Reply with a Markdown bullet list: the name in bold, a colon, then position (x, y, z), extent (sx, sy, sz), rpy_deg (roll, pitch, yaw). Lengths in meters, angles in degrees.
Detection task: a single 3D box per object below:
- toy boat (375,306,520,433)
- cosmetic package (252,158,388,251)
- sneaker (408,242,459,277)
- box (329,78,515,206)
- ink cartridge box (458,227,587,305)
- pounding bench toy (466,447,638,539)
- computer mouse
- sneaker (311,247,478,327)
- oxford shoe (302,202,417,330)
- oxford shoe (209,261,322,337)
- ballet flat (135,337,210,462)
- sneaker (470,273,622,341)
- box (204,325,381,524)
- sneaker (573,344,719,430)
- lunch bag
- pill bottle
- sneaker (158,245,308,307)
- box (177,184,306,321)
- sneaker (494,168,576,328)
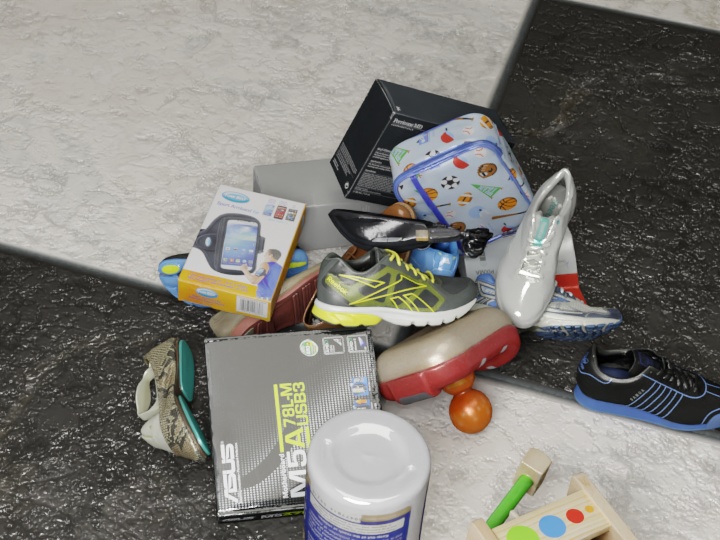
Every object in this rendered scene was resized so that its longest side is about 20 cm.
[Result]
- **toy boat**: position (0.114, 0.126, 1.367), extent (0.130, 0.132, 0.199), rpy_deg (-21, 2, 38)
- **cosmetic package**: position (-0.045, -0.093, 1.620), extent (0.197, 0.091, 0.107), rpy_deg (-8, 44, -10)
- **sneaker**: position (0.084, -0.013, 1.487), extent (0.075, 0.106, 0.200), rpy_deg (10, 15, -20)
- **box**: position (0.081, -0.155, 1.537), extent (0.198, 0.142, 0.079), rpy_deg (9, 41, -32)
- **ink cartridge box**: position (0.214, -0.010, 1.576), extent (0.158, 0.048, 0.201), rpy_deg (-4, 40, -9)
- **pounding bench toy**: position (0.165, 0.285, 1.175), extent (0.154, 0.125, 0.200), rpy_deg (-16, 45, -22)
- **computer mouse**: position (0.055, -0.035, 1.352), extent (0.197, 0.047, 0.140), rpy_deg (8, 6, 3)
- **sneaker**: position (0.043, 0.016, 1.337), extent (0.197, 0.086, 0.074), rpy_deg (-4, 17, -17)
- **oxford shoe**: position (0.000, 0.000, 1.436), extent (0.071, 0.071, 0.201), rpy_deg (35, 93, 34)
- **oxford shoe**: position (-0.103, 0.031, 1.483), extent (0.199, 0.071, 0.074), rpy_deg (-31, 49, -34)
- **ballet flat**: position (-0.219, 0.158, 1.341), extent (0.075, 0.068, 0.201), rpy_deg (-24, 39, 1)
- **sneaker**: position (0.233, 0.038, 1.476), extent (0.197, 0.077, 0.086), rpy_deg (5, 74, -3)
- **box**: position (-0.071, 0.167, 1.292), extent (0.190, 0.048, 0.203), rpy_deg (-2, 67, -11)
- **sneaker**: position (0.357, 0.136, 1.400), extent (0.197, 0.079, 0.071), rpy_deg (6, 41, 2)
- **lunch bag**: position (0.129, -0.100, 1.495), extent (0.159, 0.200, 0.076), rpy_deg (-24, 49, 14)
- **pill bottle**: position (0.002, 0.245, 1.147), extent (0.118, 0.202, 0.120), rpy_deg (3, 40, -2)
- **sneaker**: position (-0.168, -0.006, 1.526), extent (0.197, 0.072, 0.083), rpy_deg (-9, 36, -22)
- **box**: position (-0.143, -0.034, 1.467), extent (0.117, 0.042, 0.202), rpy_deg (13, 49, 4)
- **sneaker**: position (0.215, -0.032, 1.428), extent (0.074, 0.089, 0.202), rpy_deg (17, 73, 7)
